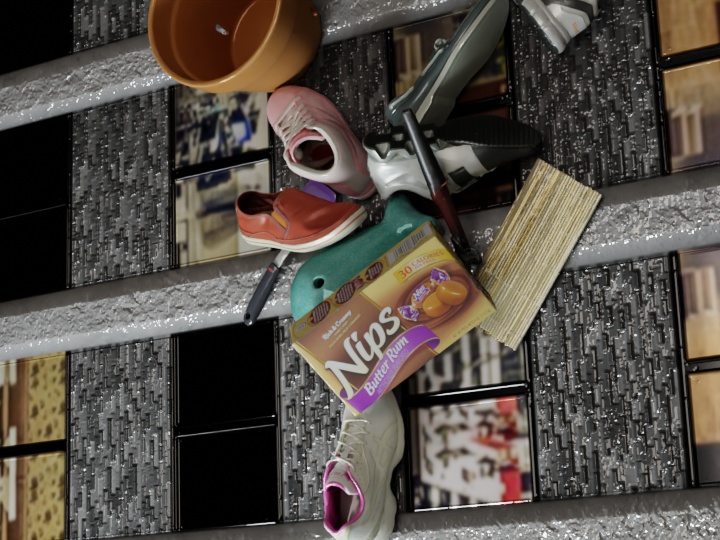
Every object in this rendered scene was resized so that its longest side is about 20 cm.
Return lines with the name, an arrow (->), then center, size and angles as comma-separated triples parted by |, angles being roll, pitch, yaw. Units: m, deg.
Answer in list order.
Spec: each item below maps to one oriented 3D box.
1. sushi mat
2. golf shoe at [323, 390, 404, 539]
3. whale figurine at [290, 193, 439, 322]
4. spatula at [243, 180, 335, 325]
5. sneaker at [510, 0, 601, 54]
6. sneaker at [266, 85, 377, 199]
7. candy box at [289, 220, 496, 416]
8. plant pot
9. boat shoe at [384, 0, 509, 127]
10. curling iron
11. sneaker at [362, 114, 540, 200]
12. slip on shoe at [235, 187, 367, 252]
sushi mat -> 0.184, -0.018, 1.727 | 0.096, 0.012, 0.200 | 32, 97, 32
golf shoe -> 0.000, 0.213, 1.746 | 0.075, 0.091, 0.201 | -7, 74, 31
whale figurine -> 0.000, 0.000, 1.782 | 0.200, 0.104, 0.159 | -52, 54, 6
spatula -> -0.091, -0.019, 1.893 | 0.057, 0.021, 0.200 | 40, 102, 38
sneaker -> 0.198, -0.336, 1.764 | 0.080, 0.074, 0.200 | -35, 67, 5
sneaker -> -0.064, -0.166, 1.860 | 0.075, 0.105, 0.200 | -52, 58, 14
candy box -> 0.034, 0.053, 1.708 | 0.200, 0.117, 0.056 | -37, 20, 7
plant pot -> -0.141, -0.305, 1.915 | 0.200, 0.140, 0.201 | -7, 77, 30
boat shoe -> 0.097, -0.241, 1.795 | 0.062, 0.073, 0.200 | 40, 107, 28
curling iron -> 0.091, -0.088, 1.723 | 0.026, 0.050, 0.200 | -24, 103, -8
sneaker -> 0.108, -0.122, 1.769 | 0.199, 0.074, 0.089 | -4, 121, 11
slip on shoe -> -0.075, -0.064, 1.822 | 0.200, 0.061, 0.074 | 4, 38, 45
